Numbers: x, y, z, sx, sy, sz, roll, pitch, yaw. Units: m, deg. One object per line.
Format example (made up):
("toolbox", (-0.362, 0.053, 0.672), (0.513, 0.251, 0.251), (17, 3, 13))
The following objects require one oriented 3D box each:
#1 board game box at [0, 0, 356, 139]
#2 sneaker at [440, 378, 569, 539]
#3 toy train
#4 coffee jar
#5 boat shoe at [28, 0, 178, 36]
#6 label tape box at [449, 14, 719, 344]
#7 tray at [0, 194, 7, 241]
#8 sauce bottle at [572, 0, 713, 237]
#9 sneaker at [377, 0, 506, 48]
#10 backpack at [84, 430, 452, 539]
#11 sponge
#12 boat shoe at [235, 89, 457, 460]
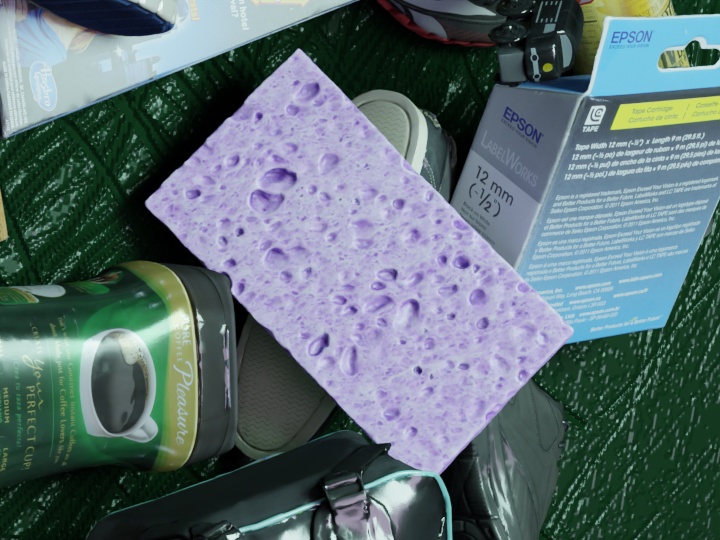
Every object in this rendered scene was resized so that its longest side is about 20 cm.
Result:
("board game box", (-0.104, -0.170, 1.375), (0.199, 0.062, 0.201), (-8, 92, -30))
("sneaker", (0.078, 0.111, 1.558), (0.091, 0.076, 0.201), (-21, 109, -39))
("toy train", (0.098, -0.149, 1.436), (0.200, 0.046, 0.034), (-73, 158, -56))
("coffee jar", (-0.151, 0.052, 1.365), (0.200, 0.085, 0.105), (-6, 98, -36))
("boat shoe", (-0.145, -0.163, 1.249), (0.200, 0.072, 0.073), (29, 62, -62))
("label tape box", (0.127, -0.059, 1.503), (0.143, 0.066, 0.200), (-8, 126, -42))
("tray", (-0.221, -0.107, 1.280), (0.037, 0.098, 0.201), (-25, 111, -52))
("sauce bottle", (0.152, -0.107, 1.589), (0.066, 0.066, 0.200), (-36, 120, -28))
("sneaker", (0.039, -0.166, 1.475), (0.200, 0.098, 0.071), (25, 79, -38))
("backpack", (-0.040, 0.193, 1.395), (0.175, 0.153, 0.200), (-21, 104, -26))
("sponge", (0.000, 0.000, 1.429), (0.112, 0.030, 0.200), (-44, 87, -3))
("boat shoe", (-0.005, 0.009, 1.484), (0.068, 0.072, 0.200), (30, 82, -62))
